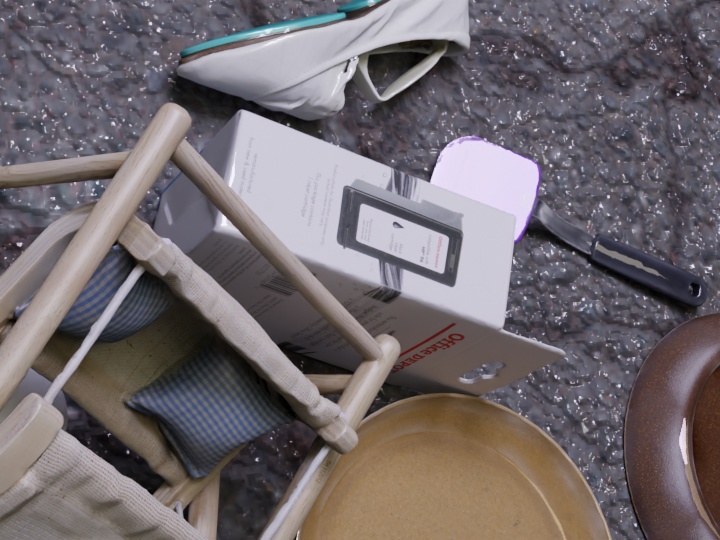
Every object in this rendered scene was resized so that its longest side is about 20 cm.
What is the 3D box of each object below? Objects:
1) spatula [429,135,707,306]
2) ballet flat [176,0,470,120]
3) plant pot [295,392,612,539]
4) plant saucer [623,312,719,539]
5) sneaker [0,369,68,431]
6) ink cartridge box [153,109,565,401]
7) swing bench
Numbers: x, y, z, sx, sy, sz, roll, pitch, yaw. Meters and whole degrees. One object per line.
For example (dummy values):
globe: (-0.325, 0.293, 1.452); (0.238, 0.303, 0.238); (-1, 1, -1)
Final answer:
spatula: (0.131, -0.022, 0.913); (0.199, 0.021, 0.057); (24, 76, -21)
ballet flat: (-0.010, -0.122, 0.855); (0.199, 0.069, 0.070); (-25, 85, -33)
plant pot: (0.051, 0.167, 0.804); (0.198, 0.027, 0.202); (9, 69, -24)
plant saucer: (0.251, 0.120, 0.923); (0.198, 0.032, 0.202); (10, 69, -26)
sneaker: (-0.214, 0.084, 0.658); (0.199, 0.088, 0.076); (-17, 80, -31)
ink cartridge box: (0.000, 0.000, 0.782); (0.198, 0.116, 0.069); (20, 64, -22)
swing bench: (-0.102, 0.071, 0.652); (0.199, 0.129, 0.202); (47, 51, -44)
